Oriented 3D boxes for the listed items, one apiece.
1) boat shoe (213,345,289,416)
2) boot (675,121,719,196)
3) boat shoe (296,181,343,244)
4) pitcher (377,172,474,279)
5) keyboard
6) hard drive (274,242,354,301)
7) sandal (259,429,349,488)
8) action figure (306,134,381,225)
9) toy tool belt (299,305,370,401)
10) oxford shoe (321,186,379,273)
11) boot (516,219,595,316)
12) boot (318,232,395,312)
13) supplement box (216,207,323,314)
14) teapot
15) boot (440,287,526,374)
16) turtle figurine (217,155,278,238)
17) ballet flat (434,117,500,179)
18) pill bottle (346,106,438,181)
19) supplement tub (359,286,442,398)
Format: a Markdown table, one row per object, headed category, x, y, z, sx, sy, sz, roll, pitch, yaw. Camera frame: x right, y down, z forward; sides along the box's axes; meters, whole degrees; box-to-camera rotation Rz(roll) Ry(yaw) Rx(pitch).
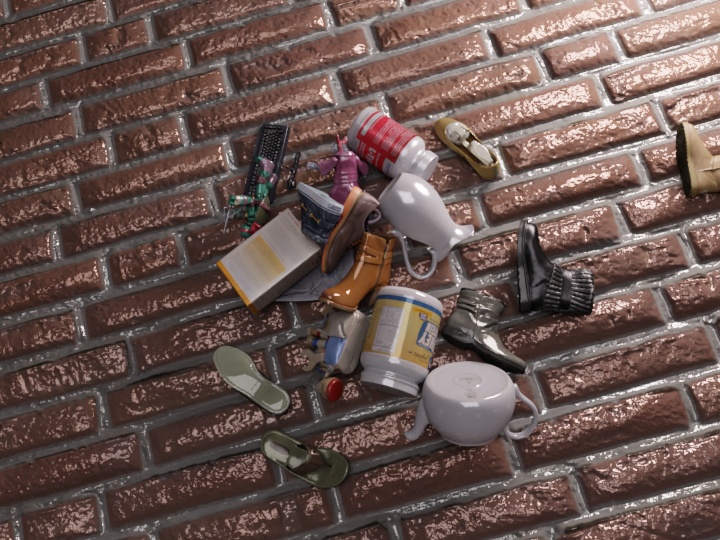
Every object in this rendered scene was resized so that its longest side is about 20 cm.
| category | x | y | z | sx | sy | sz | roll | pitch | yaw |
| --- | --- | --- | --- | --- | --- | --- | --- | --- | --- |
| boat shoe | -0.233 | 0.240 | 1.443 | 0.201 | 0.061 | 0.072 | 38 | 68 | 14 |
| boot | 0.810 | -0.250 | 1.492 | 0.198 | 0.066 | 0.177 | -6 | 85 | 4 |
| boat shoe | -0.104 | -0.125 | 1.444 | 0.070 | 0.200 | 0.092 | 21 | 100 | -27 |
| pitcher | 0.121 | -0.096 | 1.471 | 0.200 | 0.121 | 0.172 | 41 | 88 | -11 |
| keyboard | -0.201 | -0.253 | 1.608 | 0.126 | 0.021 | 0.202 | 9 | 75 | 8 |
| hard drive | -0.109 | 0.005 | 1.511 | 0.197 | 0.042 | 0.136 | -4 | 73 | 5 |
| sandal | -0.120 | 0.389 | 1.390 | 0.199 | 0.057 | 0.081 | 18 | 76 | 10 |
| action figure | -0.039 | -0.201 | 1.506 | 0.132 | 0.149 | 0.202 | -9 | 100 | -15 |
| toy tool belt | -0.066 | 0.170 | 1.434 | 0.122 | 0.125 | 0.202 | 7 | 68 | 40 |
| oxford shoe | -0.025 | -0.073 | 1.435 | 0.072 | 0.071 | 0.201 | 26 | 112 | 3 |
| boot | 0.413 | -0.007 | 1.444 | 0.156 | 0.079 | 0.214 | -3 | 84 | 12 |
| boot | 0.000 | 0.000 | 1.400 | 0.076 | 0.199 | 0.157 | 28 | 109 | 39 |
| supplement box | -0.192 | -0.020 | 1.465 | 0.199 | 0.074 | 0.126 | -37 | 71 | -6 |
| teapot | 0.219 | 0.281 | 1.346 | 0.199 | 0.196 | 0.148 | 15 | 116 | 45 |
| boot | 0.280 | 0.122 | 1.431 | 0.199 | 0.068 | 0.131 | 28 | 72 | 11 |
| turtle figurine | -0.245 | -0.145 | 1.510 | 0.100 | 0.150 | 0.202 | 25 | 70 | -9 |
| ballet flat | 0.248 | -0.294 | 1.555 | 0.069 | 0.063 | 0.200 | -42 | 74 | -8 |
| pill bottle | 0.073 | -0.275 | 1.540 | 0.199 | 0.112 | 0.113 | 36 | 80 | 15 |
| supplement tub | 0.082 | 0.148 | 1.397 | 0.143 | 0.145 | 0.202 | 13 | 75 | 9 |
